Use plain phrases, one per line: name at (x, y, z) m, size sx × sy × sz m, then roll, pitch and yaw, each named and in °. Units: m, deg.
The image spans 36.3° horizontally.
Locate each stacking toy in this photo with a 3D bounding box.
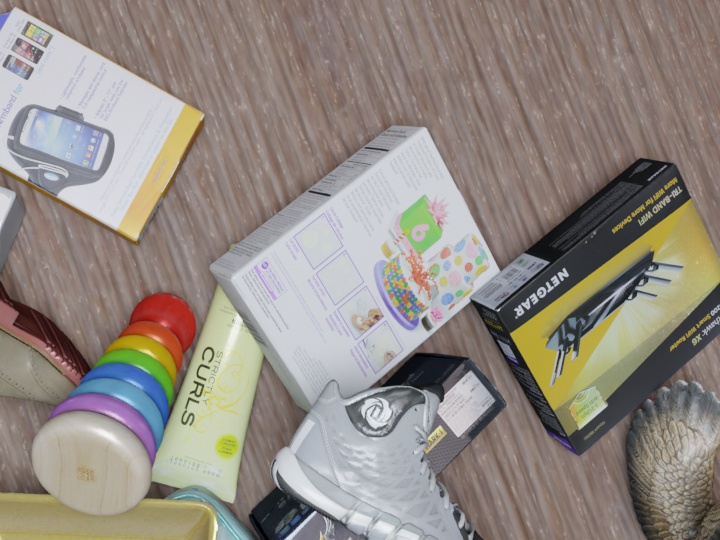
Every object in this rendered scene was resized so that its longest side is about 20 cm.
stacking toy at (-0.169, 0.082, 0.818) m, size 0.084 × 0.201 × 0.087 m, roll 5°, pitch 124°, yaw 7°

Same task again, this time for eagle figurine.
eagle figurine at (0.282, 0.210, 0.889) m, size 0.152 × 0.150 × 0.201 m, roll -53°, pitch 123°, yaw -33°

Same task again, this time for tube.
tube at (-0.109, 0.082, 0.892) m, size 0.057 × 0.052 × 0.203 m, roll 16°, pitch 87°, yaw 31°

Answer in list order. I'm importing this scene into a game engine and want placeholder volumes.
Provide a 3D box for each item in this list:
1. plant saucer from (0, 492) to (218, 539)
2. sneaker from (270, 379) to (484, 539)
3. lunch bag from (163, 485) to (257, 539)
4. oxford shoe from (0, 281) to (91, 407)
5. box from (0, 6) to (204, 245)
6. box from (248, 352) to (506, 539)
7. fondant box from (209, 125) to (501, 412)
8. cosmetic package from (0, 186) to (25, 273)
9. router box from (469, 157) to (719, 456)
plant saucer at (-0.200, 0.264, 0.780) m, size 0.196 × 0.048 × 0.204 m, roll 2°, pitch 78°, yaw 2°
sneaker at (0.047, 0.139, 0.740) m, size 0.198 × 0.075 × 0.117 m, roll 31°, pitch 79°, yaw -8°
lunch bag at (-0.157, 0.274, 0.845) m, size 0.199 × 0.077 × 0.161 m, roll -41°, pitch 93°, yaw -8°
oxford shoe at (-0.263, 0.066, 0.822) m, size 0.075 × 0.070 × 0.201 m, roll -42°, pitch 128°, yaw -5°
box at (-0.240, -0.121, 0.893) m, size 0.198 × 0.041 × 0.120 m, roll 29°, pitch 81°, yaw -3°
box at (0.007, 0.148, 0.847) m, size 0.200 × 0.158 × 0.051 m, roll -42°, pitch 95°, yaw -10°
fondant box at (0.000, 0.000, 0.880) m, size 0.199 × 0.058 × 0.145 m, roll -38°, pitch 113°, yaw -16°
cosmetic package at (-0.342, 0.021, 0.845) m, size 0.100 × 0.074 × 0.203 m, roll 22°, pitch 79°, yaw -7°
router box at (0.210, 0.029, 0.922) m, size 0.199 × 0.052 × 0.158 m, roll -38°, pitch 112°, yaw -11°
